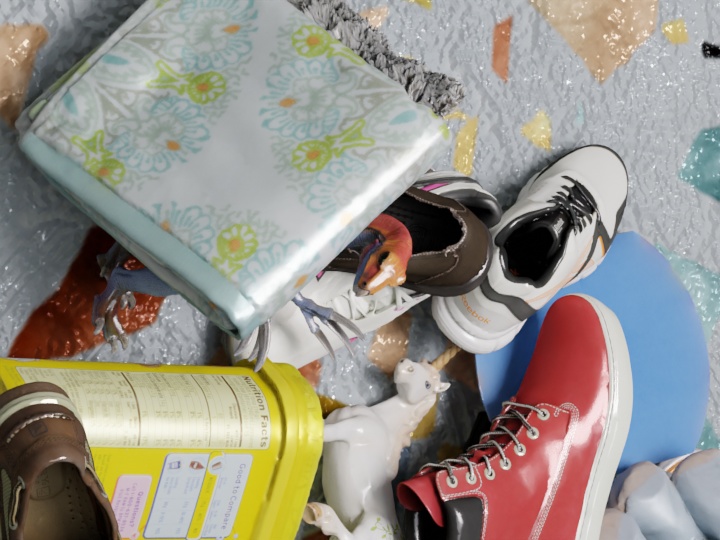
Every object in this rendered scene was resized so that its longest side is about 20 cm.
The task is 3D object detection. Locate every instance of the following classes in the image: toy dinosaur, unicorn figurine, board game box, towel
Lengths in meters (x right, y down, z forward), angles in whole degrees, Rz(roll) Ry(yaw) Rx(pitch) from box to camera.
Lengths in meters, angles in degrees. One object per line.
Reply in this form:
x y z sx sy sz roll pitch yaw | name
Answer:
-0.068 -0.014 1.291 0.181 0.105 0.201 -25 104 14 | toy dinosaur
-0.002 0.123 1.427 0.137 0.074 0.201 14 76 -43 | unicorn figurine
0.148 0.062 1.542 0.199 0.039 0.159 -12 87 -34 | board game box
-0.076 -0.075 1.276 0.171 0.200 0.048 -45 155 -14 | towel

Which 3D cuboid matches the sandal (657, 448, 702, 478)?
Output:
0.200 0.213 1.581 0.207 0.059 0.079 -45 117 -23 | sandal

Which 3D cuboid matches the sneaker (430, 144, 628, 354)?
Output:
0.127 -0.023 1.475 0.074 0.080 0.200 42 49 1 | sneaker

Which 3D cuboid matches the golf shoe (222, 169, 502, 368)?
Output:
0.000 0.000 1.409 0.200 0.092 0.073 -40 117 -23 | golf shoe

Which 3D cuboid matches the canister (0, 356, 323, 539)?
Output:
-0.137 0.121 1.314 0.199 0.087 0.149 4 115 -32 | canister

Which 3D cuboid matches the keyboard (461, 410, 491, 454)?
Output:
0.065 0.196 1.482 0.104 0.039 0.201 53 45 -29 | keyboard

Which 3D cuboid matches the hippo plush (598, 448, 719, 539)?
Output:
0.229 0.225 1.512 0.198 0.160 0.161 -1 137 -1 | hippo plush

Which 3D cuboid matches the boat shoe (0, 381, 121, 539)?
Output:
-0.159 0.161 1.222 0.074 0.075 0.203 -23 127 -15 | boat shoe

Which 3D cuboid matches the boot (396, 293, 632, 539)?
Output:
0.092 0.104 1.419 0.144 0.072 0.201 16 81 -37 | boot

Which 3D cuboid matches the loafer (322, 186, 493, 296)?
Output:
-0.018 -0.037 1.356 0.199 0.071 0.073 8 73 5 | loafer

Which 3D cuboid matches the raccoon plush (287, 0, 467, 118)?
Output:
-0.029 -0.140 1.350 0.097 0.134 0.200 -49 118 -19 | raccoon plush
